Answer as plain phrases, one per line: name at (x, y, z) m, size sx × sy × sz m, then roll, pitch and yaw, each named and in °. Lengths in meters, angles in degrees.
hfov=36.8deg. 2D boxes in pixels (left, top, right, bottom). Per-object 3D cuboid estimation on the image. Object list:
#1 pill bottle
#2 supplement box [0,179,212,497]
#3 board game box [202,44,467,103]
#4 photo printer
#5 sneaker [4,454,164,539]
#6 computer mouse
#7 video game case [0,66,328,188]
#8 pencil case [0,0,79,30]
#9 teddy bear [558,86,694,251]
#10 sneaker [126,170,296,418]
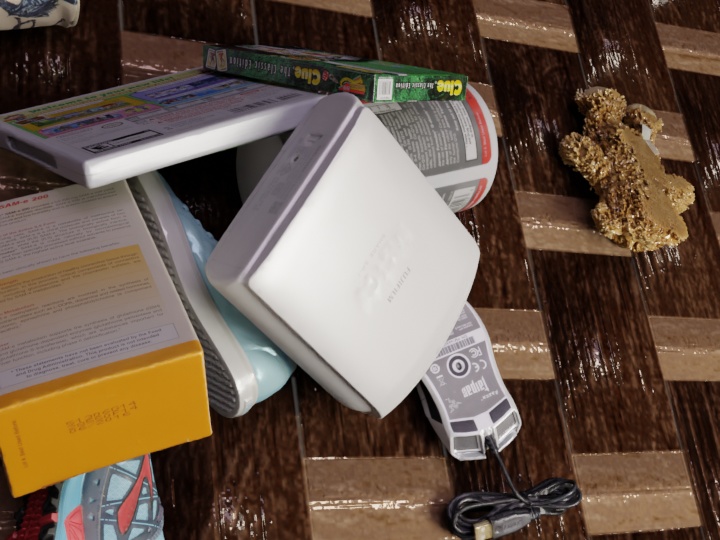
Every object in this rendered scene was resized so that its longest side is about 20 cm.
pill bottle at (0.006, -0.090, 0.887) m, size 0.197 × 0.116 × 0.117 m, roll -14°, pitch 72°, yaw -32°
supplement box at (-0.183, 0.032, 0.686) m, size 0.124 × 0.074 × 0.201 m, roll -15°, pitch 41°, yaw -18°
board game box at (-0.024, -0.155, 0.843) m, size 0.104 × 0.198 × 0.024 m, roll -6°, pitch 109°, yaw -44°
photo printer at (0.000, 0.000, 0.787) m, size 0.200 × 0.069 × 0.168 m, roll 47°, pitch 68°, yaw -37°
sneaker at (-0.171, 0.152, 0.712) m, size 0.095 × 0.079 × 0.203 m, roll 37°, pitch 50°, yaw -33°
computer mouse at (0.091, 0.112, 0.868) m, size 0.108 × 0.044 × 0.203 m, roll -18°, pitch 74°, yaw -12°
video game case at (-0.151, -0.111, 0.799) m, size 0.198 × 0.181 × 0.022 m, roll -22°, pitch 118°, yaw -33°
pencil case at (-0.310, -0.219, 0.808) m, size 0.197 × 0.089 × 0.079 m, roll -11°, pitch 71°, yaw -30°
teddy bear at (0.259, -0.098, 1.062) m, size 0.143 × 0.067 × 0.203 m, roll 5°, pitch 56°, yaw -35°
sneaker at (-0.114, 0.007, 0.810) m, size 0.081 × 0.074 × 0.202 m, roll -24°, pitch 86°, yaw -42°
